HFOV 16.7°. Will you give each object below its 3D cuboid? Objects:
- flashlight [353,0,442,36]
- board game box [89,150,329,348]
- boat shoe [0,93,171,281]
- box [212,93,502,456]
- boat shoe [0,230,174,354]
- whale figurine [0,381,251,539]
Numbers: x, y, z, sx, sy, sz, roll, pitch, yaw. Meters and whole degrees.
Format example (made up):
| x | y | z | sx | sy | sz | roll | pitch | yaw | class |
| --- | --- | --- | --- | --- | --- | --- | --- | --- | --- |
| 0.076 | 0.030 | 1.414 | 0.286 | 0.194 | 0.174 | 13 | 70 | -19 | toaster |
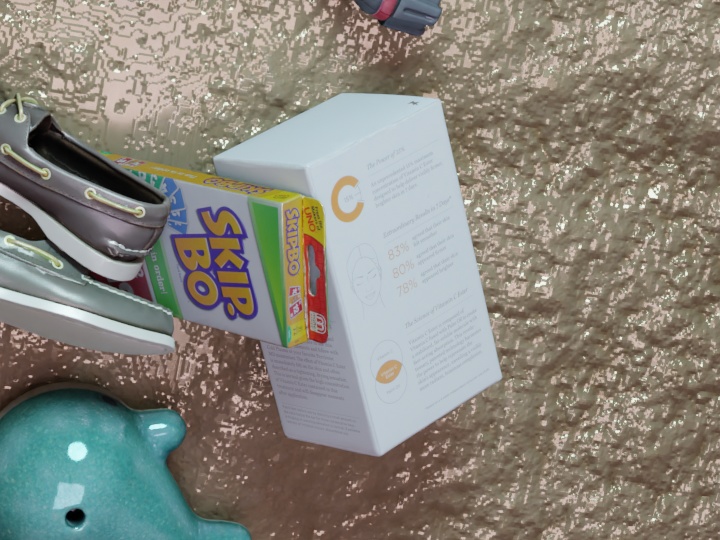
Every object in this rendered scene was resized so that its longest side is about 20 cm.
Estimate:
| x | y | z | sx | sy | sz | roll | pitch | yaw | class |
| --- | --- | --- | --- | --- | --- | --- | --- | --- | --- |
| -0.041 | -0.209 | 1.566 | 0.198 | 0.068 | 0.068 | 15 | 106 | -16 | flashlight |
| -0.101 | -0.014 | 1.559 | 0.030 | 0.199 | 0.096 | -24 | 119 | -48 | board game box |
| -0.210 | -0.075 | 1.548 | 0.199 | 0.072 | 0.060 | 37 | 112 | 4 | boat shoe |
| 0.000 | 0.000 | 1.596 | 0.124 | 0.097 | 0.202 | -29 | 114 | -38 | box |
| -0.209 | 0.005 | 1.550 | 0.200 | 0.072 | 0.061 | 16 | 71 | -10 | boat shoe |
| -0.165 | 0.165 | 1.636 | 0.200 | 0.104 | 0.159 | 37 | 97 | -19 | whale figurine |
